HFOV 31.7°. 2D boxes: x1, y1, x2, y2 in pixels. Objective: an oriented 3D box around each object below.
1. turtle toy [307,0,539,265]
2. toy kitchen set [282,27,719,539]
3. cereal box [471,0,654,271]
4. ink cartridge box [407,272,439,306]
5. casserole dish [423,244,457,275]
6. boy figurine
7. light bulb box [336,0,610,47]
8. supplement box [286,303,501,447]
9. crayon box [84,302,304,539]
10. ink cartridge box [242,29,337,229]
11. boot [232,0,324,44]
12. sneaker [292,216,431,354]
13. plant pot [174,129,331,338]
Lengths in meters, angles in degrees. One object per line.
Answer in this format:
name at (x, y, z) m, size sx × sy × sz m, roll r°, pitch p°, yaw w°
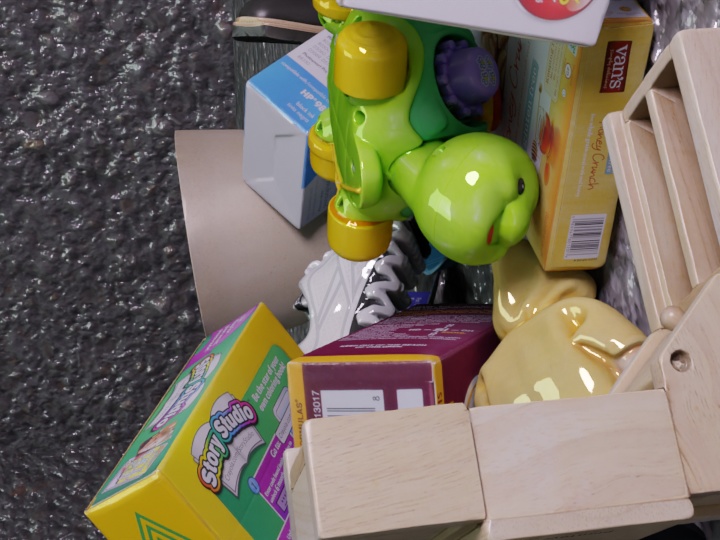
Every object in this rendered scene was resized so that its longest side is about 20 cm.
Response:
turtle toy at (0.031, -0.078, 0.690) m, size 0.200 × 0.101 × 0.146 m, roll -105°, pitch 14°, yaw -47°
toy kitchen set at (0.062, 0.026, 0.513) m, size 0.163 × 0.200 × 0.181 m, roll 112°, pitch 151°, yaw -68°
cereal box at (0.098, -0.113, 0.703) m, size 0.200 × 0.039 × 0.144 m, roll -109°, pitch 18°, yaw -54°
ink cartridge box at (0.018, 0.101, 0.993) m, size 0.196 × 0.043 × 0.200 m, roll -65°, pitch -14°, yaw -64°
casserole dish at (0.069, -0.067, 0.907) m, size 0.200 × 0.039 × 0.121 m, roll 121°, pitch 142°, yaw -75°
boy figurine at (0.104, 0.067, 0.655) m, size 0.124 × 0.064 × 0.200 m, roll -48°, pitch 35°, yaw 31°
light bulb box at (0.050, -0.236, 0.586) m, size 0.200 × 0.125 × 0.198 m, roll -110°, pitch 30°, yaw -57°
supplement box at (0.041, 0.087, 0.742) m, size 0.200 × 0.086 × 0.111 m, roll -19°, pitch -75°, yaw -66°
crayon box at (-0.050, 0.136, 0.732) m, size 0.173 × 0.058 × 0.200 m, roll 51°, pitch -157°, yaw -12°
ink cartridge box at (0.006, -0.136, 0.962) m, size 0.067 × 0.200 × 0.116 m, roll 41°, pitch 151°, yaw 20°
boot at (-0.026, -0.247, 0.986) m, size 0.200 × 0.077 × 0.139 m, roll -22°, pitch -62°, yaw -54°
sneaker at (0.000, 0.000, 0.862) m, size 0.075 × 0.081 × 0.200 m, roll 66°, pitch -144°, yaw -58°
plant pot at (-0.041, -0.039, 1.058) m, size 0.187 × 0.200 × 0.188 m, roll 170°, pitch 90°, yaw -85°
